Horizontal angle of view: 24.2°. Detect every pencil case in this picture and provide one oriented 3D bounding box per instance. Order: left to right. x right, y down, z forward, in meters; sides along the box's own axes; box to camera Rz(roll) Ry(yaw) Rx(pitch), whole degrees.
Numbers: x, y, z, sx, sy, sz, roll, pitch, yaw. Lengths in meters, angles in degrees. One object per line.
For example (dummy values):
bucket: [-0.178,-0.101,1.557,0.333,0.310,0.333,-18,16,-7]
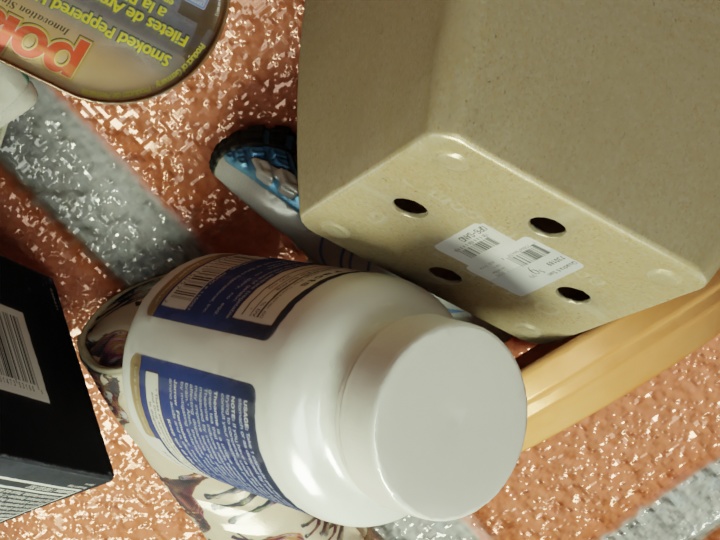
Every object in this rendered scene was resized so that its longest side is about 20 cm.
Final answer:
pencil case: [-0.067,0.095,0.909,0.089,0.078,0.201,-20,119,20]

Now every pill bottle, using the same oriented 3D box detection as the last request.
pill bottle: [-0.018,0.054,0.763,0.110,0.199,0.112,-4,97,-34]

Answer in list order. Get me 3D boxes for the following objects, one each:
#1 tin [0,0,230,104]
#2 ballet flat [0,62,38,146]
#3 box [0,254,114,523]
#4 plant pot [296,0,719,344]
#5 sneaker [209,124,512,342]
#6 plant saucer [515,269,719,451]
tin: [-0.156,-0.152,0.775,0.199,0.042,0.113,26,88,-18]
ballet flat: [-0.233,-0.034,0.835,0.069,0.070,0.200,37,104,-22]
box: [-0.255,0.072,0.792,0.197,0.200,0.124,-23,74,8]
plant pot: [0.079,-0.084,0.726,0.199,0.178,0.199,28,156,-19]
sneaker: [0.000,0.000,0.873,0.199,0.075,0.087,30,116,-19]
plant saucer: [0.114,0.046,0.841,0.199,0.200,0.038,-32,87,10]
